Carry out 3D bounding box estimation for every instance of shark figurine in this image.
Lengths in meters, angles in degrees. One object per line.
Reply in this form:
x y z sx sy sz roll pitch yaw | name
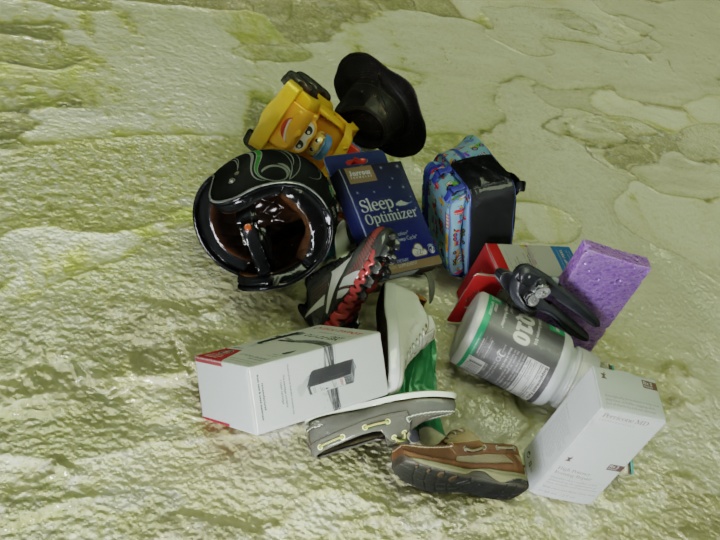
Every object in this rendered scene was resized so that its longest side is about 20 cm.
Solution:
0.016 -0.015 1.496 0.210 0.131 0.089 -5 8 -20 | shark figurine

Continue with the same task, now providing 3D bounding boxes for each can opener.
0.282 0.044 1.473 0.198 0.064 0.079 28 20 -29 | can opener

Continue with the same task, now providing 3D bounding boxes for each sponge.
0.341 0.044 1.530 0.110 0.202 0.030 13 42 -14 | sponge

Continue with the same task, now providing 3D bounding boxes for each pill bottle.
0.237 0.123 1.467 0.197 0.114 0.114 26 43 -2 | pill bottle

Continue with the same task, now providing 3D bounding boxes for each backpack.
0.162 -0.111 1.608 0.132 0.185 0.201 -12 39 -14 | backpack

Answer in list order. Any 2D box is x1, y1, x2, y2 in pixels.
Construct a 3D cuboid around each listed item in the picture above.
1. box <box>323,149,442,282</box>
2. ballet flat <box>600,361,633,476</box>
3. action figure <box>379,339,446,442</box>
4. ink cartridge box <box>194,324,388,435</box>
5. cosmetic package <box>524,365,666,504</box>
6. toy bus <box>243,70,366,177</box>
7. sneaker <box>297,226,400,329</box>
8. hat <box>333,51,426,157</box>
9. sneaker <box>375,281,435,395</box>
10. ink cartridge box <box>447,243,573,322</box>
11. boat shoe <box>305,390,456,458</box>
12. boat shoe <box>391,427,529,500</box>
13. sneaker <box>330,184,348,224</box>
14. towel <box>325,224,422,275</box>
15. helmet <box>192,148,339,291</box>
0.031 -0.087 1.459 0.120 0.032 0.203 -11 72 -37 | box
0.354 0.220 1.487 0.061 0.068 0.202 -5 42 6 | ballet flat
0.066 0.139 1.408 0.116 0.055 0.202 17 48 -9 | action figure
-0.085 0.131 1.264 0.197 0.143 0.086 -11 98 -35 | ink cartridge box
0.306 0.222 1.345 0.100 0.201 0.075 12 45 -15 | cosmetic package
-0.067 -0.198 1.565 0.191 0.136 0.200 38 10 0 | toy bus
-0.022 0.011 1.378 0.098 0.202 0.071 40 29 16 | sneaker
0.012 -0.254 1.670 0.200 0.202 0.081 41 60 14 | hat
0.064 0.090 1.356 0.083 0.074 0.202 15 38 -8 | sneaker
0.228 0.022 1.555 0.196 0.117 0.068 2 47 -25 | ink cartridge box
0.028 0.194 1.289 0.198 0.072 0.061 -10 71 1 | boat shoe
0.129 0.247 1.320 0.197 0.076 0.075 16 56 -26 | boat shoe
-0.056 -0.100 1.538 0.196 0.077 0.092 6 5 -4 | sneaker
0.000 -0.062 1.589 0.196 0.022 0.148 11 46 -20 | towel
-0.130 -0.074 1.402 0.196 0.204 0.191 10 15 -18 | helmet
